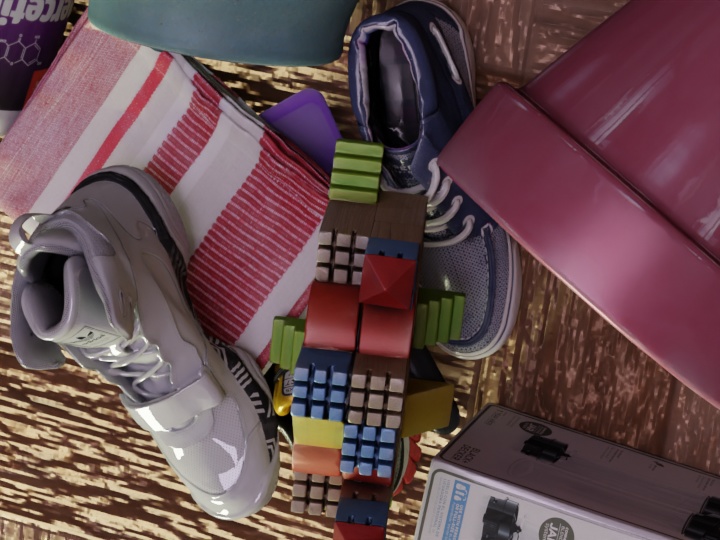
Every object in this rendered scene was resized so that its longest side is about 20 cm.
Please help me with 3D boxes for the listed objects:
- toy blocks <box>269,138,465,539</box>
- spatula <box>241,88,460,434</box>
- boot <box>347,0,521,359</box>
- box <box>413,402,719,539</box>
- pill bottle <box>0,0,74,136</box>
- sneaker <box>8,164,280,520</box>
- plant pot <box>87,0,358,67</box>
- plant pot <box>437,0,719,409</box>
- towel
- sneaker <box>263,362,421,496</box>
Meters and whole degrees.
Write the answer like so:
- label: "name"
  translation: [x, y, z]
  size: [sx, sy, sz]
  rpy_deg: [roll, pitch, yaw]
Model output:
- label: "toy blocks"
  translation: [-0.002, 0.052, 0.968]
  size: [0.099, 0.137, 0.202]
  rpy_deg: [7, 109, 3]
- label: "spatula"
  translation: [0.000, 0.000, 1.061]
  size: [0.056, 0.021, 0.201]
  rpy_deg: [-28, 86, -13]
- label: "boot"
  translation: [0.033, -0.042, 1.047]
  size: [0.072, 0.090, 0.202]
  rpy_deg: [-10, 98, 21]
- label: "box"
  translation: [0.139, 0.140, 1.037]
  size: [0.198, 0.117, 0.061]
  rpy_deg: [16, 107, 15]
- label: "pill bottle"
  translation: [-0.218, -0.155, 1.101]
  size: [0.112, 0.112, 0.201]
  rpy_deg: [25, 110, 13]
- label: "sneaker"
  translation: [-0.116, 0.048, 1.012]
  size: [0.075, 0.115, 0.201]
  rpy_deg: [-23, 92, 26]
- label: "plant pot"
  translation: [-0.061, -0.206, 0.982]
  size: [0.198, 0.200, 0.190]
  rpy_deg: [14, 105, 16]
- label: "plant pot"
  translation: [0.167, -0.057, 0.953]
  size: [0.200, 0.200, 0.179]
  rpy_deg: [41, 97, 7]
- label: "towel"
  translation: [-0.106, -0.037, 1.063]
  size: [0.200, 0.023, 0.144]
  rpy_deg: [41, 112, 12]
- label: "sneaker"
  translation: [-0.020, 0.040, 1.089]
  size: [0.077, 0.082, 0.202]
  rpy_deg: [-17, 95, 23]
